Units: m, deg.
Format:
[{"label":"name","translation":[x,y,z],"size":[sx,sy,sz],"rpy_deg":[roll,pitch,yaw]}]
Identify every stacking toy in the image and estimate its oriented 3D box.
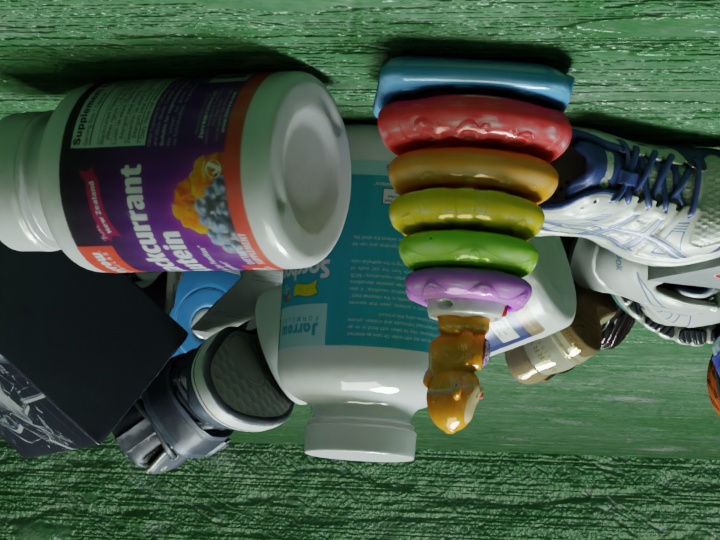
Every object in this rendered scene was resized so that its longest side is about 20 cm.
[{"label":"stacking toy","translation":[0.058,-0.012,1.307],"size":[0.109,0.202,0.116],"rpy_deg":[4,170,-2]},{"label":"stacking toy","translation":[-0.171,0.029,1.991],"size":[0.109,0.117,0.200],"rpy_deg":[3,-173,-30]}]

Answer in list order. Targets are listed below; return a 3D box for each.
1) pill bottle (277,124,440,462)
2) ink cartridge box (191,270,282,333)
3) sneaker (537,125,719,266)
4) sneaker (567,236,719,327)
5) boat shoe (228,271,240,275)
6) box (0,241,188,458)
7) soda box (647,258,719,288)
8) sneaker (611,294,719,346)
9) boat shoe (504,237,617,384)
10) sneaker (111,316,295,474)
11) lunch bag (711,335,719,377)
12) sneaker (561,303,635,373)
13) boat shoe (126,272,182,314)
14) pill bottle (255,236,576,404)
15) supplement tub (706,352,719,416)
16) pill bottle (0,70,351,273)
[{"label":"pill bottle","translation":[0.005,0.016,1.499],"size":[0.110,0.202,0.111],"rpy_deg":[3,170,1]},{"label":"ink cartridge box","translation":[0.000,0.000,1.732],"size":[0.199,0.045,0.176],"rpy_deg":[9,150,-29]},{"label":"sneaker","translation":[0.155,-0.047,1.449],"size":[0.198,0.076,0.088],"rpy_deg":[3,171,1]},{"label":"sneaker","translation":[0.232,0.008,1.708],"size":[0.087,0.075,0.199],"rpy_deg":[20,-173,43]},{"label":"boat shoe","translation":[-0.042,0.007,1.894],"size":[0.199,0.062,0.073],"rpy_deg":[8,170,-27]},{"label":"box","translation":[-0.248,0.024,1.665],"size":[0.200,0.104,0.182],"rpy_deg":[44,158,-12]},{"label":"soda box","translation":[0.265,-0.031,1.540],"size":[0.068,0.064,0.200],"rpy_deg":[6,171,-26]},{"label":"sneaker","translation":[0.259,0.020,1.850],"size":[0.199,0.078,0.079],"rpy_deg":[11,178,-38]},{"label":"boat shoe","translation":[0.136,0.028,1.724],"size":[0.064,0.071,0.200],"rpy_deg":[-36,-176,17]},{"label":"sneaker","translation":[-0.118,0.095,1.652],"size":[0.146,0.077,0.202],"rpy_deg":[-29,180,15]},{"label":"lunch bag","translation":[0.346,0.044,1.740],"size":[0.160,0.083,0.200],"rpy_deg":[-13,162,-13]},{"label":"sneaker","translation":[0.154,0.011,1.889],"size":[0.115,0.076,0.200],"rpy_deg":[32,-160,18]},{"label":"boat shoe","translation":[-0.156,-0.019,1.665],"size":[0.073,0.066,0.200],"rpy_deg":[-3,155,9]},{"label":"pill bottle","translation":[0.035,0.018,1.609],"size":[0.199,0.112,0.111],"rpy_deg":[-22,163,18]},{"label":"supplement tub","translation":[0.382,0.086,2.040],"size":[0.122,0.124,0.200],"rpy_deg":[6,171,-18]},{"label":"pill bottle","translation":[-0.115,-0.055,1.384],"size":[0.199,0.112,0.111],"rpy_deg":[-1,170,27]}]
